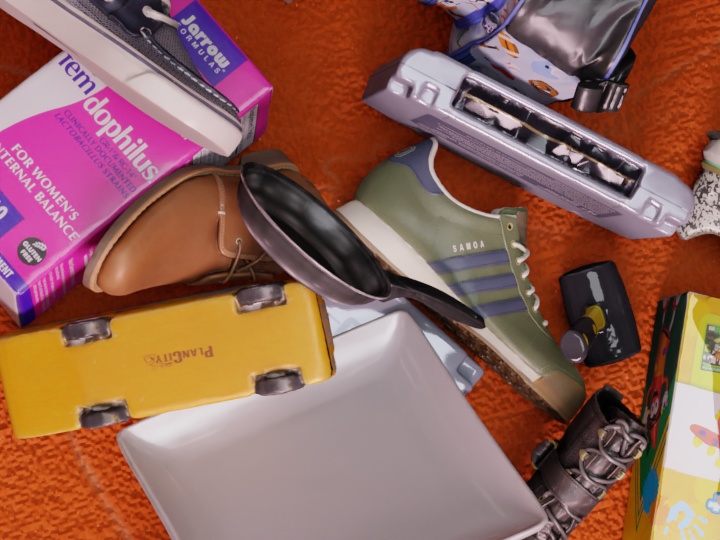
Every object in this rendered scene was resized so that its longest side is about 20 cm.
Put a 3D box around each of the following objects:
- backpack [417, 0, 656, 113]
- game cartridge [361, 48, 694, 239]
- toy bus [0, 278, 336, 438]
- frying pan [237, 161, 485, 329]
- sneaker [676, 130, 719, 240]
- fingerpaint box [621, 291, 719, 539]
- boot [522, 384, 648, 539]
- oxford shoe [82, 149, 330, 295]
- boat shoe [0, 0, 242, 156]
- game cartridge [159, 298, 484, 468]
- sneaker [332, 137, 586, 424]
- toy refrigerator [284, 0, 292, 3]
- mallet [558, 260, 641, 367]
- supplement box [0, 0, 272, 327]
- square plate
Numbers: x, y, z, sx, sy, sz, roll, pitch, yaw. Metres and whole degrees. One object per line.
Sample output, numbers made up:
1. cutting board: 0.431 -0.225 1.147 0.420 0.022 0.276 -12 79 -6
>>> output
1. backpack: 0.120 -0.187 1.655 0.154 0.191 0.200 33 75 -1
2. game cartridge: 0.101 -0.078 1.670 0.200 0.133 0.041 27 81 -9
3. toy bus: -0.115 0.051 1.614 0.200 0.078 0.065 -11 92 9
4. frying pan: -0.010 -0.012 1.606 0.031 0.190 0.115 -47 59 14
5. sneaker: 0.285 -0.004 1.742 0.200 0.077 0.089 35 93 -1
6. fingerpaint box: 0.280 0.114 1.723 0.200 0.073 0.167 10 83 -10
7. boot: 0.107 0.153 1.612 0.069 0.200 0.174 37 104 -10
8. oxford shoe: -0.083 -0.020 1.609 0.071 0.071 0.200 41 37 21
9. boat shoe: -0.132 -0.156 1.559 0.200 0.075 0.093 36 84 6
10. game cartridge: -0.034 0.094 1.683 0.133 0.040 0.200 43 79 -9
11. sneaker: 0.083 0.000 1.694 0.200 0.067 0.090 42 82 -4
12. toy refrigerator: -0.085 -0.266 1.680 0.200 0.070 0.076 45 79 -6
13. mallet: 0.142 0.044 1.645 0.041 0.200 0.066 -18 99 11
14. supplement box: -0.160 -0.073 1.630 0.200 0.103 0.101 -40 84 -13
15. square plate: -0.019 0.128 1.601 0.200 0.028 0.198 -23 47 -12
